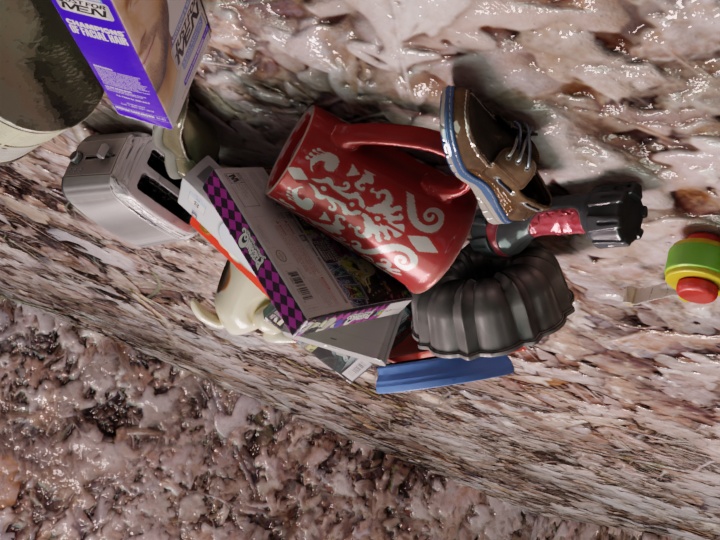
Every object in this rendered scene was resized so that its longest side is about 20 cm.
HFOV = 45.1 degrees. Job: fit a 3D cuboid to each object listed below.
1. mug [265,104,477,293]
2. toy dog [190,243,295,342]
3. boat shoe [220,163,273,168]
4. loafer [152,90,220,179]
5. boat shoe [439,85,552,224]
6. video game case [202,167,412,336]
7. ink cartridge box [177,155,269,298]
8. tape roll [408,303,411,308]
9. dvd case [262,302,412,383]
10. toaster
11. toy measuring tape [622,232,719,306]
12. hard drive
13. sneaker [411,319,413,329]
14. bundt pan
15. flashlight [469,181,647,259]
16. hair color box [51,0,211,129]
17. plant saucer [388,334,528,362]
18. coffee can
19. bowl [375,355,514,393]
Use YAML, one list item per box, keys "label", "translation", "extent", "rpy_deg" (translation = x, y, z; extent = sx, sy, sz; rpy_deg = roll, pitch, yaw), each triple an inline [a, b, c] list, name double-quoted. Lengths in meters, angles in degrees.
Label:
- label: "mug"
  translation: [0.019, -0.098, 0.924]
  extent: [0.198, 0.178, 0.134]
  rpy_deg: [28, -158, -15]
- label: "toy dog"
  translation: [-0.149, -0.017, 1.226]
  extent: [0.191, 0.140, 0.202]
  rpy_deg: [-3, 122, 1]
- label: "boat shoe"
  translation: [-0.128, -0.100, 1.099]
  extent: [0.198, 0.067, 0.074]
  rpy_deg: [14, 154, 27]
- label: "loafer"
  translation: [-0.195, -0.161, 1.005]
  extent: [0.069, 0.076, 0.200]
  rpy_deg: [7, 167, -3]
- label: "boat shoe"
  translation: [0.132, -0.112, 0.820]
  extent: [0.071, 0.073, 0.200]
  rpy_deg: [-5, 156, 26]
- label: "video game case"
  translation: [-0.055, -0.029, 0.951]
  extent: [0.180, 0.201, 0.036]
  rpy_deg: [-9, 149, -51]
- label: "ink cartridge box"
  translation: [-0.154, -0.031, 1.054]
  extent: [0.160, 0.047, 0.200]
  rpy_deg: [43, 154, 1]
- label: "tape roll"
  translation: [0.025, 0.033, 1.337]
  extent: [0.198, 0.067, 0.201]
  rpy_deg: [18, 162, 6]
- label: "dvd case"
  translation: [-0.020, 0.064, 1.202]
  extent: [0.200, 0.146, 0.022]
  rpy_deg: [41, -167, -38]
- label: "toaster"
  translation: [-0.292, -0.104, 1.176]
  extent: [0.128, 0.115, 0.200]
  rpy_deg: [-1, 149, 42]
- label: "toy measuring tape"
  translation: [0.337, 0.003, 0.936]
  extent: [0.073, 0.074, 0.200]
  rpy_deg: [25, 161, -19]
- label: "hard drive"
  translation: [0.000, 0.000, 1.037]
  extent: [0.130, 0.202, 0.026]
  rpy_deg: [14, 163, 17]
- label: "sneaker"
  translation: [0.150, 0.057, 1.175]
  extent: [0.197, 0.131, 0.079]
  rpy_deg: [7, 161, 31]
- label: "bundt pan"
  translation: [0.148, 0.021, 1.023]
  extent: [0.200, 0.201, 0.077]
  rpy_deg: [2, 118, 41]
- label: "flashlight"
  translation: [0.203, -0.046, 0.915]
  extent: [0.199, 0.068, 0.068]
  rpy_deg: [2, 122, 53]
- label: "hair color box"
  translation: [-0.190, -0.221, 0.741]
  extent: [0.064, 0.111, 0.200]
  rpy_deg: [15, 162, 9]
- label: "plant saucer"
  translation: [0.153, 0.114, 1.357]
  extent: [0.197, 0.037, 0.200]
  rpy_deg: [-12, 165, 14]
- label: "coffee can"
  translation: [-0.375, -0.200, 0.924]
  extent: [0.146, 0.148, 0.199]
  rpy_deg: [30, 159, -32]
- label: "bowl"
  translation: [0.118, 0.141, 1.237]
  extent: [0.198, 0.040, 0.201]
  rpy_deg: [-8, 175, -1]
